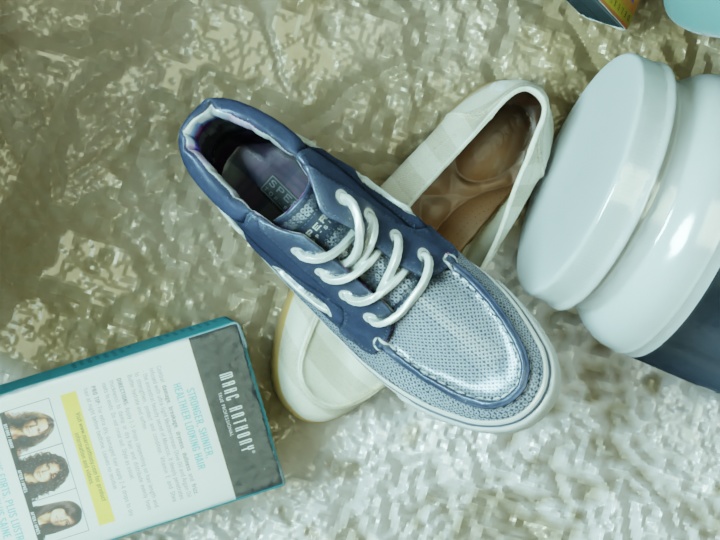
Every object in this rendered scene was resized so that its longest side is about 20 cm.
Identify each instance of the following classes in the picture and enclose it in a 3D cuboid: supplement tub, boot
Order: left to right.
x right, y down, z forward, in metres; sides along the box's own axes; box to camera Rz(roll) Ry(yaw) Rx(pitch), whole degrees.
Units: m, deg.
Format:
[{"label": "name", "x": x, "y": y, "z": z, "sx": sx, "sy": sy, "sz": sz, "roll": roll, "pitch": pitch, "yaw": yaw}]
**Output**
[{"label": "boot", "x": 0.000, "y": 0.000, "z": 0.930, "sx": 0.200, "sy": 0.090, "sz": 0.073, "roll": 37, "pitch": 90, "yaw": 19}, {"label": "supplement tub", "x": 0.190, "y": -0.008, "z": 0.985, "sx": 0.200, "sy": 0.140, "sz": 0.140, "roll": 23, "pitch": 89, "yaw": -11}]

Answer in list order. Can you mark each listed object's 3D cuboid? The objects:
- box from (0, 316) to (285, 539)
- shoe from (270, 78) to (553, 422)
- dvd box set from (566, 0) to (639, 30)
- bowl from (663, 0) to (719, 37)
[{"label": "box", "x": -0.143, "y": 0.089, "z": 0.969, "sx": 0.200, "sy": 0.049, "sz": 0.082, "roll": -17, "pitch": 97, "yaw": -10}, {"label": "shoe", "x": 0.026, "y": -0.012, "z": 0.995, "sx": 0.070, "sy": 0.053, "sz": 0.200, "roll": 37, "pitch": 86, "yaw": -11}, {"label": "dvd box set", "x": 0.131, "y": -0.227, "z": 0.968, "sx": 0.029, "sy": 0.146, "sz": 0.200, "roll": 22, "pitch": 89, "yaw": 28}, {"label": "bowl", "x": 0.218, "y": -0.196, "z": 0.939, "sx": 0.201, "sy": 0.201, "sz": 0.105, "roll": -27, "pitch": 112, "yaw": -9}]
